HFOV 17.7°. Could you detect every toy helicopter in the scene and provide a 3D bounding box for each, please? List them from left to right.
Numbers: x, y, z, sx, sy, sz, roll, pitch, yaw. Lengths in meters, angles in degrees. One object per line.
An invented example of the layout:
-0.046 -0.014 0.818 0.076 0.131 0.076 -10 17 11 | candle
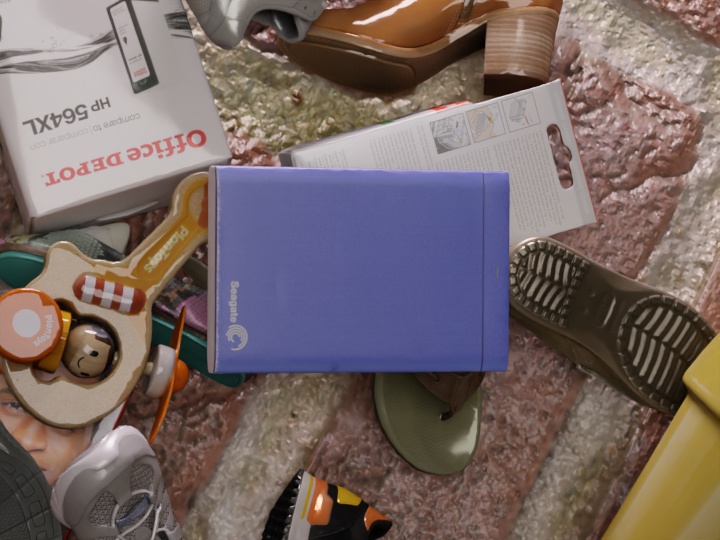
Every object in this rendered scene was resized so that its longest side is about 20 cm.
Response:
-0.143 0.021 1.496 0.132 0.079 0.200 43 72 -4 | toy helicopter

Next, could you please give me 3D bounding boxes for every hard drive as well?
0.000 0.000 1.509 0.199 0.025 0.133 0 90 -17 | hard drive

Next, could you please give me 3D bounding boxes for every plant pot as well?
0.266 0.162 1.541 0.201 0.201 0.189 42 94 0 | plant pot

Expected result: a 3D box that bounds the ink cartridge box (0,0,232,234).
-0.185 -0.138 1.573 0.145 0.084 0.201 -18 82 -12 | ink cartridge box

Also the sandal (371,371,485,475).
0.054 0.045 1.564 0.079 0.057 0.202 -3 107 -19 | sandal

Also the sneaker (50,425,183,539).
-0.135 0.169 1.462 0.075 0.200 0.082 -40 60 -17 | sneaker

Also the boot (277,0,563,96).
0.044 -0.208 1.631 0.199 0.077 0.156 3 72 2 | boot

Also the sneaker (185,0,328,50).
-0.039 -0.206 1.581 0.199 0.076 0.092 -23 93 -29 | sneaker

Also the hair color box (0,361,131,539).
-0.230 0.137 1.528 0.101 0.061 0.201 23 76 -3 | hair color box

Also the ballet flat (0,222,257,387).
-0.150 0.010 1.568 0.199 0.069 0.071 25 59 -8 | ballet flat

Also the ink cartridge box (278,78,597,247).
0.054 -0.056 1.604 0.199 0.050 0.110 -17 97 -12 | ink cartridge box

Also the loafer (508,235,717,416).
0.170 0.035 1.606 0.200 0.068 0.076 34 82 -21 | loafer

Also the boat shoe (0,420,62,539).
-0.252 0.130 1.470 0.074 0.065 0.203 -28 89 -31 | boat shoe

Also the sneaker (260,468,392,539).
-0.025 0.227 1.514 0.090 0.070 0.201 21 51 -12 | sneaker
